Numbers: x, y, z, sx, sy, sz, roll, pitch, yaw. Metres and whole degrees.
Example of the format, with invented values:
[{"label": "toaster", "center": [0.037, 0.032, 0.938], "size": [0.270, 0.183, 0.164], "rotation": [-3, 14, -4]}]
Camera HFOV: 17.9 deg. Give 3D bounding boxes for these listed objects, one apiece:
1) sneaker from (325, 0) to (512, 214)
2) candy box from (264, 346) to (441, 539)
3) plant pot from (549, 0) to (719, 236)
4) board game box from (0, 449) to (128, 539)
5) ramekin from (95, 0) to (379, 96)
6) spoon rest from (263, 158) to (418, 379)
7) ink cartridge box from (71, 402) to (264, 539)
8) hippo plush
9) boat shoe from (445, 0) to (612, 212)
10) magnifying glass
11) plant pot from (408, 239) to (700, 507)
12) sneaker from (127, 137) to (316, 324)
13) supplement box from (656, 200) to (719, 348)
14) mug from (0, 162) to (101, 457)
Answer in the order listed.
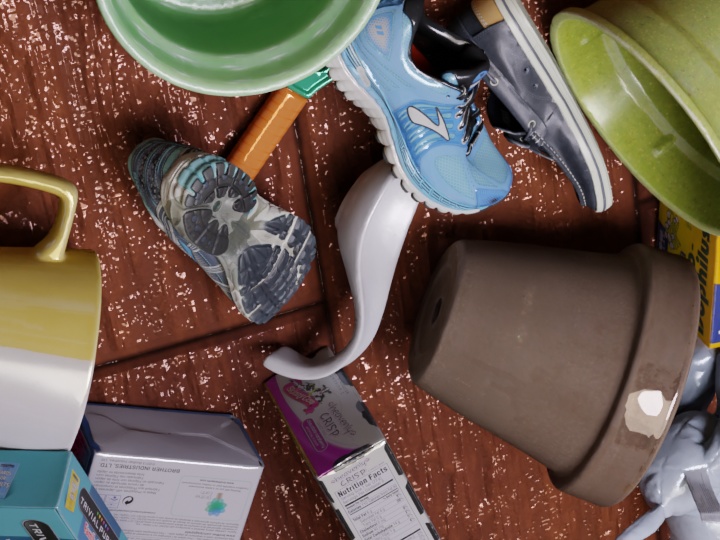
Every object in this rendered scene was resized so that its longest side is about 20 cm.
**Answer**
[{"label": "sneaker", "center": [0.055, -0.114, 1.574], "size": [0.090, 0.079, 0.200], "rotation": [-15, 134, 30]}, {"label": "candy box", "center": [0.009, 0.174, 1.731], "size": [0.061, 0.136, 0.200], "rotation": [-29, 124, -3]}, {"label": "plant pot", "center": [0.267, -0.159, 1.617], "size": [0.184, 0.200, 0.201], "rotation": [-40, 125, -9]}, {"label": "board game box", "center": [-0.274, 0.182, 1.602], "size": [0.199, 0.047, 0.151], "rotation": [0, 145, 16]}, {"label": "ramekin", "center": [-0.086, -0.223, 1.482], "size": [0.200, 0.098, 0.200], "rotation": [-8, 120, -14]}, {"label": "spoon rest", "center": [0.000, 0.000, 1.662], "size": [0.061, 0.099, 0.200], "rotation": [34, 114, 13]}, {"label": "ink cartridge box", "center": [-0.170, 0.206, 1.718], "size": [0.136, 0.076, 0.200], "rotation": [7, 114, -23]}, {"label": "hippo plush", "center": [0.289, 0.158, 1.806], "size": [0.159, 0.200, 0.161], "rotation": [-19, 135, 17]}, {"label": "boat shoe", "center": [0.124, -0.118, 1.644], "size": [0.062, 0.075, 0.200], "rotation": [-29, 122, 8]}, {"label": "magnifying glass", "center": [-0.034, -0.144, 1.598], "size": [0.080, 0.022, 0.200], "rotation": [27, 107, -31]}, {"label": "plant pot", "center": [0.134, 0.058, 1.693], "size": [0.174, 0.200, 0.201], "rotation": [18, 112, -10]}, {"label": "sneaker", "center": [-0.099, -0.036, 1.612], "size": [0.078, 0.086, 0.200], "rotation": [-50, 147, -11]}, {"label": "supplement box", "center": [0.338, -0.028, 1.751], "size": [0.200, 0.110, 0.109], "rotation": [-10, 122, -14]}, {"label": "mug", "center": [-0.266, 0.030, 1.561], "size": [0.153, 0.149, 0.187], "rotation": [10, 76, -16]}]
